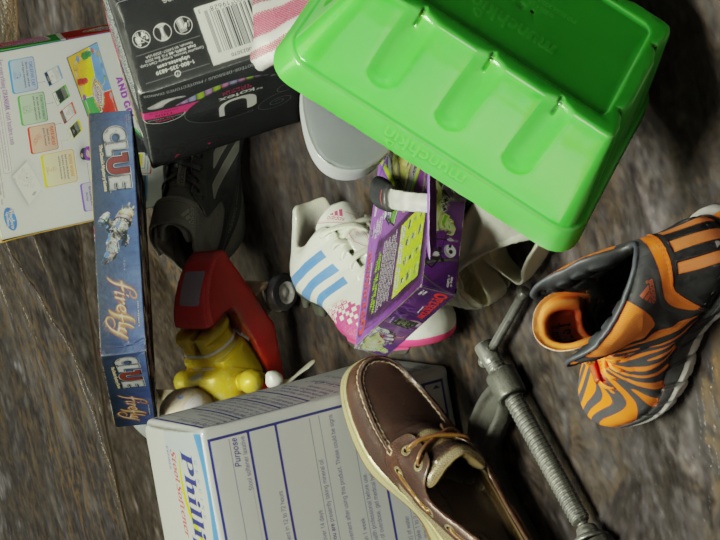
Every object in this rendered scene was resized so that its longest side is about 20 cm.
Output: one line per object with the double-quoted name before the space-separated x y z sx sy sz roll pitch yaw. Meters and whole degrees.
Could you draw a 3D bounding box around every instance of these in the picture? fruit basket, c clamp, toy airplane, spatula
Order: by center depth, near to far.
"fruit basket" 0.059 -0.108 1.390 0.215 0.156 0.216 21 146 15
"spatula" 0.027 -0.044 1.491 0.200 0.021 0.057 -154 63 -76
"c clamp" 0.115 0.137 1.597 0.200 0.027 0.171 65 153 22
"toy airplane" -0.102 0.109 1.893 0.199 0.141 0.200 45 130 16

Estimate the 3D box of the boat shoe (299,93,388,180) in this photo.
"boat shoe" -0.012 -0.135 1.625 0.068 0.073 0.200 113 157 -55

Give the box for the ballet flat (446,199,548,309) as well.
"ballet flat" 0.078 -0.011 1.572 0.200 0.069 0.070 -46 61 60

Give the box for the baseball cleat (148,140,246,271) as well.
"baseball cleat" -0.130 -0.086 1.905 0.070 0.106 0.200 1 116 22

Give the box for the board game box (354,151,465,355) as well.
"board game box" 0.038 -0.057 1.562 0.120 0.032 0.200 142 140 -59

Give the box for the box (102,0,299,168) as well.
"box" -0.114 -0.161 1.746 0.200 0.122 0.106 95 156 -78

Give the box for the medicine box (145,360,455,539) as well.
"medicine box" -0.030 0.173 1.711 0.103 0.200 0.183 4 105 63

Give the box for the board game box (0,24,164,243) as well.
"board game box" -0.214 -0.117 1.947 0.040 0.200 0.153 19 118 61

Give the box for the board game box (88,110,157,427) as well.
"board game box" -0.178 0.000 1.824 0.136 0.035 0.200 91 174 -64

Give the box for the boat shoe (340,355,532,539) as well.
"boat shoe" 0.058 0.133 1.622 0.200 0.072 0.072 60 150 19

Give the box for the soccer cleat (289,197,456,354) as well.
"soccer cleat" 0.000 0.000 1.715 0.200 0.070 0.086 25 127 59

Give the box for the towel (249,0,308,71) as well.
"towel" -0.029 -0.244 1.595 0.146 0.030 0.200 -28 55 48

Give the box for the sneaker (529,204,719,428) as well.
"sneaker" 0.140 0.033 1.399 0.078 0.112 0.200 63 151 27
